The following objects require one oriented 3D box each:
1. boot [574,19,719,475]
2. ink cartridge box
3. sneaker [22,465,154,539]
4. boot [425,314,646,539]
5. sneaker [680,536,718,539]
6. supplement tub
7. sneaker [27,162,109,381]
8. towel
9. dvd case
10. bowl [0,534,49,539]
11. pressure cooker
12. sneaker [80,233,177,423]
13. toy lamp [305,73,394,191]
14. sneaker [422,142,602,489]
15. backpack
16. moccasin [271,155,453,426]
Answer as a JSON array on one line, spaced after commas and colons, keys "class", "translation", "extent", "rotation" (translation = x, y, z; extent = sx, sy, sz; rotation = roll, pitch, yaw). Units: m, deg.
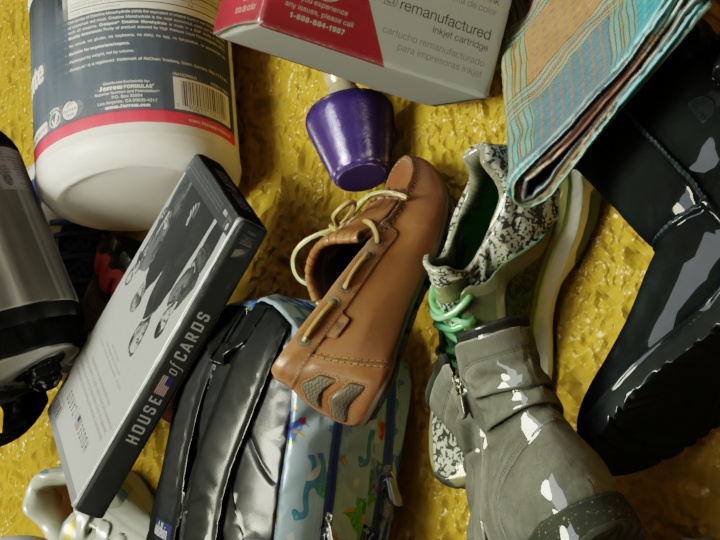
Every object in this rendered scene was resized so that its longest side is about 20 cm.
[{"class": "boot", "translation": [0.147, -0.020, 0.857], "extent": [0.199, 0.073, 0.163], "rotation": [-52, 46, 23]}, {"class": "ink cartridge box", "translation": [0.017, -0.210, 0.982], "extent": [0.083, 0.145, 0.201], "rotation": [-176, 100, -69]}, {"class": "sneaker", "translation": [-0.156, 0.194, 1.165], "extent": [0.200, 0.081, 0.077], "rotation": [31, 103, 48]}, {"class": "boot", "translation": [0.070, 0.114, 0.873], "extent": [0.131, 0.067, 0.200], "rotation": [64, 152, 26]}, {"class": "sneaker", "translation": [0.114, 0.208, 0.844], "extent": [0.200, 0.066, 0.079], "rotation": [-44, 54, 35]}, {"class": "supplement tub", "translation": [-0.157, -0.140, 1.203], "extent": [0.140, 0.140, 0.201], "rotation": [-27, 61, 44]}, {"class": "sneaker", "translation": [-0.220, -0.023, 1.298], "extent": [0.115, 0.080, 0.200], "rotation": [-47, 46, 35]}, {"class": "towel", "translation": [0.116, -0.134, 0.897], "extent": [0.147, 0.022, 0.200], "rotation": [-52, 20, 29]}, {"class": "dvd case", "translation": [-0.129, 0.035, 1.074], "extent": [0.201, 0.025, 0.150], "rotation": [-60, 22, 9]}, {"class": "bowl", "translation": [-0.185, 0.276, 1.128], "extent": [0.200, 0.075, 0.200], "rotation": [39, 130, 19]}, {"class": "pressure cooker", "translation": [-0.277, 0.024, 1.154], "extent": [0.179, 0.175, 0.201], "rotation": [-34, 78, 54]}, {"class": "sneaker", "translation": [-0.141, 0.062, 1.187], "extent": [0.098, 0.071, 0.201], "rotation": [-61, 40, 19]}, {"class": "toy lamp", "translation": [-0.015, -0.142, 1.101], "extent": [0.058, 0.058, 0.201], "rotation": [-35, 53, 40]}, {"class": "sneaker", "translation": [0.059, 0.017, 0.940], "extent": [0.077, 0.088, 0.201], "rotation": [18, 95, 51]}, {"class": "backpack", "translation": [-0.050, 0.114, 1.023], "extent": [0.163, 0.153, 0.201], "rotation": [2, 96, 59]}, {"class": "moccasin", "translation": [-0.001, 0.001, 0.973], "extent": [0.074, 0.077, 0.202], "rotation": [117, 178, -47]}]
